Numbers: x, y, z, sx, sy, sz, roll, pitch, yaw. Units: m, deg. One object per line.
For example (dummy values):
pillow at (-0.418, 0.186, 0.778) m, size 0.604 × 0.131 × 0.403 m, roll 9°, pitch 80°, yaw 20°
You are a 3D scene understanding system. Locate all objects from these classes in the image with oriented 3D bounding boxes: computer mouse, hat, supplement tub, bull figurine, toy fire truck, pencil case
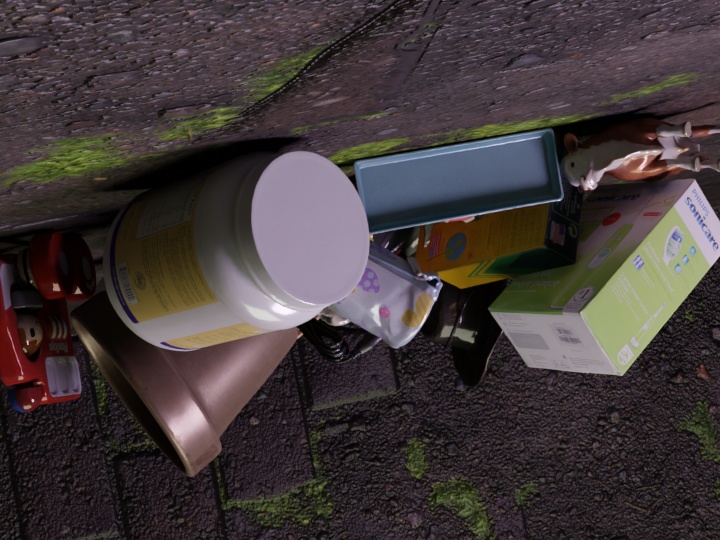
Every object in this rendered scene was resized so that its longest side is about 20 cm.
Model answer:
computer mouse at (0.000, 0.000, 1.472) m, size 0.200 × 0.140 × 0.046 m, roll -42°, pitch 158°, yaw -6°
hat at (0.101, 0.025, 1.542) m, size 0.080 × 0.202 × 0.201 m, roll 8°, pitch 173°, yaw -11°
supplement tub at (-0.104, -0.016, 1.145) m, size 0.145 × 0.146 × 0.199 m, roll -8°, pitch 176°, yaw -44°
bull figurine at (0.283, -0.117, 1.364) m, size 0.121 × 0.066 × 0.200 m, roll 0°, pitch -170°, yaw 36°
toy fire truck at (-0.330, 0.055, 1.395) m, size 0.111 × 0.169 × 0.200 m, roll -11°, pitch 177°, yaw 4°
pencil case at (-0.022, -0.005, 1.315) m, size 0.199 × 0.083 × 0.091 m, roll 29°, pitch 153°, yaw -7°

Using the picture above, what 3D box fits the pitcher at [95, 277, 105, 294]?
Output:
pitcher at (-0.254, 0.021, 1.734) m, size 0.199 × 0.122 × 0.171 m, roll -24°, pitch 152°, yaw 22°

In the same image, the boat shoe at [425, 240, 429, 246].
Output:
boat shoe at (0.097, -0.059, 1.813) m, size 0.072 × 0.065 × 0.200 m, roll -13°, pitch 176°, yaw 33°

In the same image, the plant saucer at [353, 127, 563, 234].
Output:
plant saucer at (0.092, -0.084, 1.314) m, size 0.199 × 0.070 × 0.019 m, roll -11°, pitch -176°, yaw -13°

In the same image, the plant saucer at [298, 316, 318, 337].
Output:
plant saucer at (-0.116, 0.014, 1.702) m, size 0.199 × 0.201 × 0.035 m, roll -9°, pitch -144°, yaw -33°

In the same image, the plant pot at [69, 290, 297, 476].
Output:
plant pot at (-0.160, 0.074, 1.376) m, size 0.174 × 0.201 × 0.200 m, roll -36°, pitch -176°, yaw -15°

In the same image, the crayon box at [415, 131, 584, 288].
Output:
crayon box at (0.142, -0.057, 1.433) m, size 0.051 × 0.128 × 0.199 m, roll 24°, pitch 157°, yaw -34°

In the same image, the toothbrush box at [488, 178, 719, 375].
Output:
toothbrush box at (0.249, 0.005, 1.393) m, size 0.200 × 0.086 × 0.145 m, roll -44°, pitch -158°, yaw -24°

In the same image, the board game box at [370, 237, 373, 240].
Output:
board game box at (-0.098, -0.024, 1.437) m, size 0.199 × 0.048 × 0.102 m, roll -13°, pitch 137°, yaw 34°

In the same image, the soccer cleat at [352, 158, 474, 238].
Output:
soccer cleat at (0.030, -0.078, 1.405) m, size 0.199 × 0.067 × 0.076 m, roll -4°, pitch 145°, yaw 36°

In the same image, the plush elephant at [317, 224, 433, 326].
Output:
plush elephant at (0.018, -0.007, 1.624) m, size 0.164 × 0.156 × 0.200 m, roll -11°, pitch 176°, yaw -3°
